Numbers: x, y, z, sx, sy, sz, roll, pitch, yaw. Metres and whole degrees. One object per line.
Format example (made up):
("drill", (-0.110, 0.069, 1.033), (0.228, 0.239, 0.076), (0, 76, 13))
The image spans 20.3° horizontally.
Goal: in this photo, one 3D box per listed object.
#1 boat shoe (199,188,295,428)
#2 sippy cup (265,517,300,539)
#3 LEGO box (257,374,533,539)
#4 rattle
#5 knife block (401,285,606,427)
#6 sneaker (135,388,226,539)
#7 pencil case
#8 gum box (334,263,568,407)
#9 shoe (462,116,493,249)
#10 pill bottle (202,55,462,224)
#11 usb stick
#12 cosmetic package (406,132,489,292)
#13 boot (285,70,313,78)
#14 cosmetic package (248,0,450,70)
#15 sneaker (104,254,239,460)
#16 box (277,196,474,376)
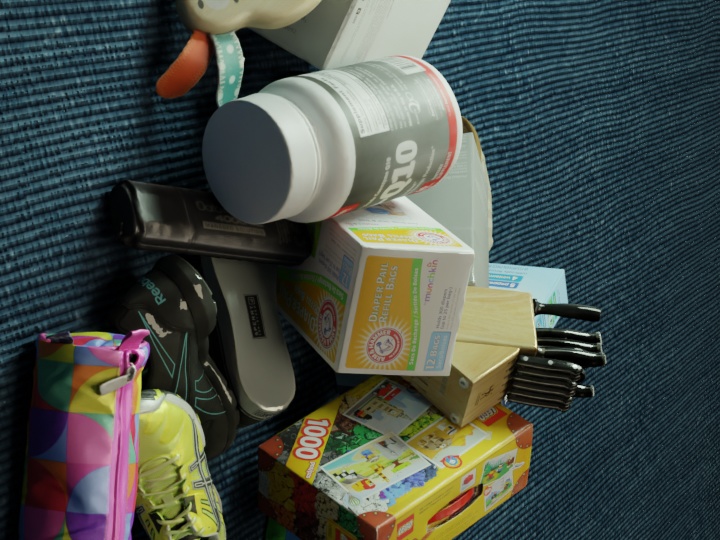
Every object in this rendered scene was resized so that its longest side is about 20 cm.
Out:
("boat shoe", (-0.105, 0.027, 1.617), (0.071, 0.064, 0.201), (5, 68, -36))
("sippy cup", (-0.001, 0.250, 1.827), (0.140, 0.130, 0.179), (-10, 103, -67))
("LEGO box", (0.030, 0.173, 1.768), (0.200, 0.149, 0.077), (-30, 136, -37))
("rattle", (-0.079, -0.227, 1.513), (0.130, 0.143, 0.200), (42, 65, -22))
("knife block", (0.118, 0.053, 1.798), (0.175, 0.200, 0.064), (-32, 149, -35))
("sneaker", (-0.140, 0.165, 1.524), (0.200, 0.075, 0.077), (66, -2, -46))
("pencil case", (-0.195, 0.136, 1.410), (0.088, 0.088, 0.201), (-2, 97, -67))
("gum box", (0.090, 0.059, 1.947), (0.200, 0.169, 0.045), (-53, 141, -50))
("shoe", (0.096, -0.072, 2.013), (0.053, 0.070, 0.200), (64, 17, -48))
("pill bottle", (-0.022, -0.101, 1.582), (0.200, 0.114, 0.114), (-18, 113, -47))
("usb stick", (-0.113, -0.035, 1.550), (0.200, 0.033, 0.056), (6, 60, -49))
("cosmetic package", (0.065, -0.028, 1.888), (0.090, 0.106, 0.201), (69, 19, -48))
("boot", (-0.031, -0.068, 1.779), (0.182, 0.072, 0.201), (16, 87, -67))
("cosmetic package", (-0.015, -0.226, 1.695), (0.085, 0.107, 0.200), (-64, 160, 14))
("sneaker", (-0.150, 0.078, 1.545), (0.079, 0.075, 0.200), (-36, 137, -27))
("box", (0.000, 0.000, 1.651), (0.101, 0.200, 0.113), (3, 108, -24))
